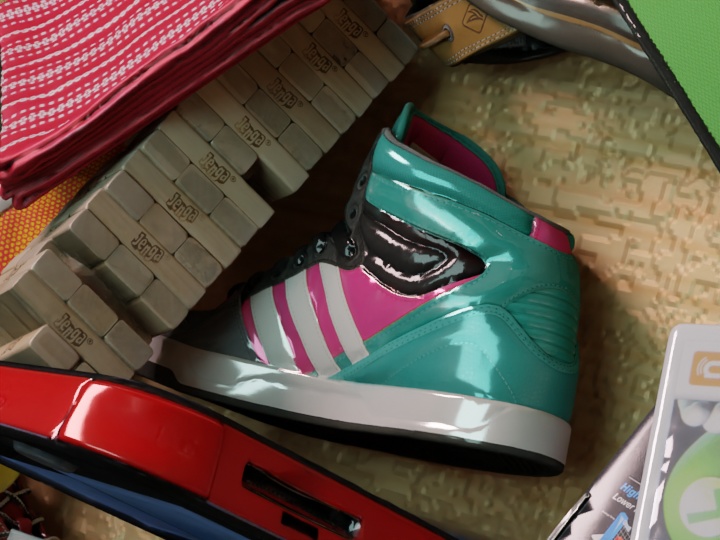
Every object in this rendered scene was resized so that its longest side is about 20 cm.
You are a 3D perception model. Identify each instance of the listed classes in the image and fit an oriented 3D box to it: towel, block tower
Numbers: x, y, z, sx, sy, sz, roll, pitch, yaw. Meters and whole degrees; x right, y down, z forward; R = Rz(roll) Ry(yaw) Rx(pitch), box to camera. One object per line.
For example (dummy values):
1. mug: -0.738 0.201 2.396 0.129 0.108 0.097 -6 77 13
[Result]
1. towel: -0.082 -0.103 0.817 0.145 0.022 0.200 -33 25 5
2. block tower: -0.059 -0.034 0.776 0.200 0.054 0.058 -51 15 -27

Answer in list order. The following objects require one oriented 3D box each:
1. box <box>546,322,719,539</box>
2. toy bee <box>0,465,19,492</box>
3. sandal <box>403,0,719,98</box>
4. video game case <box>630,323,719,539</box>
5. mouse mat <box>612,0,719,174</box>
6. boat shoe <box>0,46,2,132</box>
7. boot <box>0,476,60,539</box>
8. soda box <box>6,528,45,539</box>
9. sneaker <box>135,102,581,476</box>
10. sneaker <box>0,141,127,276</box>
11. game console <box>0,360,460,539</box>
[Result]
1. box: 0.158 0.106 0.635 0.200 0.046 0.159 31 76 35
2. toy bee: -0.206 0.084 0.801 0.131 0.200 0.109 19 131 5
3. sandal: 0.058 -0.093 0.782 0.200 0.082 0.055 30 116 29
4. video game case: 0.158 0.109 0.589 0.182 0.023 0.200 2 62 25
5. mouse mat: 0.163 -0.111 0.708 0.161 0.008 0.200 -26 60 -1
6. boat shoe: -0.157 -0.033 0.898 0.061 0.072 0.201 -29 65 20
7. boot: -0.122 0.115 0.836 0.200 0.072 0.144 -19 65 33
8. soda box: -0.032 0.146 0.665 0.200 0.063 0.068 14 70 29
9. sneaker: 0.000 0.000 0.777 0.200 0.084 0.121 7 78 38
10. sneaker: -0.086 -0.032 0.835 0.077 0.073 0.200 39 71 6
11. game console: -0.057 0.078 0.706 0.177 0.200 0.031 3 67 46
